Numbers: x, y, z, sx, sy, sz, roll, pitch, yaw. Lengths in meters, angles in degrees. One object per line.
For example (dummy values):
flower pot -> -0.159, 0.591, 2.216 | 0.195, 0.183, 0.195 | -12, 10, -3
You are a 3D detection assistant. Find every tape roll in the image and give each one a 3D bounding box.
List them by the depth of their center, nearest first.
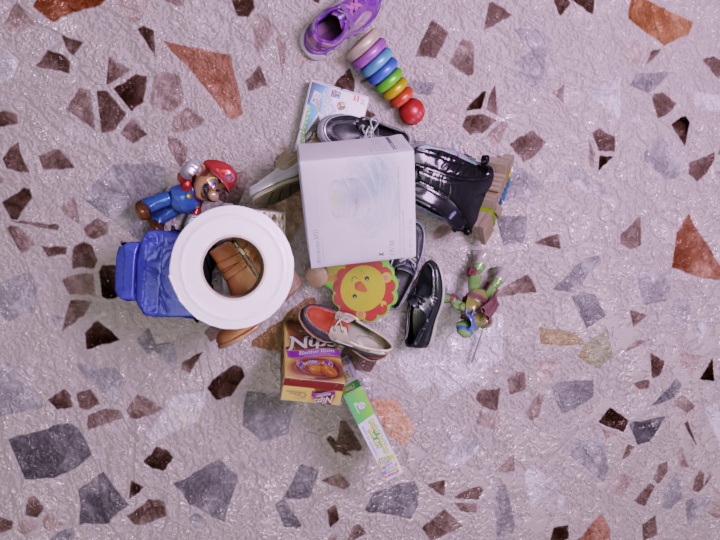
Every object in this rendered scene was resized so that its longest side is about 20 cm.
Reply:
tape roll -> -0.214, -0.005, 0.928 | 0.200, 0.071, 0.205 | 0, 91, -16

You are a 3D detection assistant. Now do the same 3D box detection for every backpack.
backpack -> -0.354, 0.000, 1.037 | 0.166, 0.200, 0.164 | 9, 89, -6
backpack -> 0.155, -0.178, 1.142 | 0.198, 0.126, 0.169 | 17, 93, -20

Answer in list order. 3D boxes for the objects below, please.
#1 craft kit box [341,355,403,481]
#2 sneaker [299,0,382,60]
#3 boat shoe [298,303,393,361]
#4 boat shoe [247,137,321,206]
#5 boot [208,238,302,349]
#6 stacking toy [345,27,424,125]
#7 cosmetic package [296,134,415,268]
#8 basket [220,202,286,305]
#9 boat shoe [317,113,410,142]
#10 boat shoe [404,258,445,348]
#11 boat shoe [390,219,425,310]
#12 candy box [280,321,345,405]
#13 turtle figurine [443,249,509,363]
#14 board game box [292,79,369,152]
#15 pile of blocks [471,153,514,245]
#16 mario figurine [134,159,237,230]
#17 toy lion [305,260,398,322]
craft kit box -> 0.011, 0.298, 1.150 | 0.048, 0.197, 0.201 | -27, 101, -7
sneaker -> -0.030, -0.495, 1.084 | 0.200, 0.088, 0.081 | -42, 102, -4
boat shoe -> -0.028, 0.120, 1.111 | 0.199, 0.063, 0.072 | 30, 62, -12
boat shoe -> -0.138, -0.190, 1.072 | 0.199, 0.075, 0.069 | -32, 83, -26
boot -> -0.220, 0.026, 0.997 | 0.200, 0.074, 0.155 | -45, 108, -16
stacking toy -> 0.062, -0.383, 1.128 | 0.085, 0.085, 0.200 | -43, 110, -2
cosmetic package -> -0.007, -0.127, 1.010 | 0.198, 0.123, 0.201 | -6, 117, -4
basket -> -0.213, -0.029, 1.095 | 0.122, 0.136, 0.202 | 1, 98, -15
boat shoe -> 0.011, -0.266, 1.096 | 0.198, 0.068, 0.074 | 6, 91, -36
boat shoe -> 0.127, 0.075, 1.182 | 0.066, 0.074, 0.201 | -6, 117, -33
boat shoe -> 0.093, -0.012, 1.186 | 0.071, 0.068, 0.202 | 21, 94, -13
candy box -> -0.101, 0.180, 1.108 | 0.115, 0.200, 0.057 | 8, 113, -12
turtle figurine -> 0.233, 0.066, 1.222 | 0.143, 0.200, 0.195 | 25, 68, 14
board game box -> -0.067, -0.270, 1.136 | 0.125, 0.035, 0.202 | 13, 95, -13
pile of blocks -> 0.276, -0.160, 1.214 | 0.062, 0.082, 0.202 | 18, 84, 30
mario figurine -> -0.325, -0.137, 1.066 | 0.199, 0.123, 0.107 | -31, 90, -1
toy lion -> 0.000, 0.000, 1.146 | 0.190, 0.069, 0.201 | 29, 99, 0
